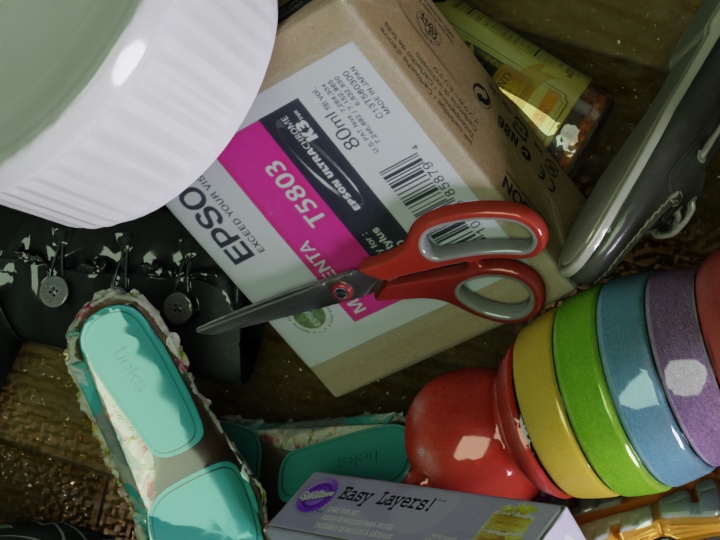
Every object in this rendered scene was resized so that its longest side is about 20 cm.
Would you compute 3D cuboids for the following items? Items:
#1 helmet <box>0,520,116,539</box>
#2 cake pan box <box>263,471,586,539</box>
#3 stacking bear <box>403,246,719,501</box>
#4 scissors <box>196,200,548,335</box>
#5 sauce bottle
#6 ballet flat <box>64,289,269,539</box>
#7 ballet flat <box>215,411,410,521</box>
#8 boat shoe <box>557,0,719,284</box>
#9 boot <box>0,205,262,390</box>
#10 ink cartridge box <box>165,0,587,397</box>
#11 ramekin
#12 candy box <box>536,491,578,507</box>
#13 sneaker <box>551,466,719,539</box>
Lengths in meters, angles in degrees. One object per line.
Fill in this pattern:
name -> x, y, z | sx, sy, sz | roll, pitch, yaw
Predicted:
helmet -> -0.185, 0.234, 1.014 | 0.200, 0.200, 0.191 | 37, 67, 5
cake pan box -> 0.067, 0.195, 0.924 | 0.184, 0.052, 0.201 | 1, 129, 51
stacking bear -> 0.114, 0.068, 0.912 | 0.199, 0.122, 0.114 | -21, 122, 24
scissors -> 0.000, 0.000, 0.922 | 0.199, 0.014, 0.073 | -3, 130, 19
sauce bottle -> 0.037, -0.117, 0.984 | 0.199, 0.066, 0.066 | 30, 103, 8
ballet flat -> -0.096, 0.104, 0.976 | 0.075, 0.064, 0.201 | -20, 88, -7
ballet flat -> -0.038, 0.118, 1.027 | 0.199, 0.064, 0.076 | -2, 67, 28
boat shoe -> 0.167, -0.064, 0.920 | 0.057, 0.067, 0.201 | 35, 64, -5
boot -> -0.155, 0.042, 1.052 | 0.198, 0.066, 0.166 | 5, 101, 7
ink cartridge box -> -0.004, -0.049, 0.940 | 0.164, 0.075, 0.200 | -27, 116, 32
ramekin -> -0.127, -0.113, 0.873 | 0.202, 0.094, 0.204 | -23, 53, 34
candy box -> 0.141, 0.180, 1.003 | 0.136, 0.061, 0.200 | -41, 88, 13
sneaker -> 0.169, 0.143, 0.931 | 0.199, 0.078, 0.078 | -16, 106, 14
